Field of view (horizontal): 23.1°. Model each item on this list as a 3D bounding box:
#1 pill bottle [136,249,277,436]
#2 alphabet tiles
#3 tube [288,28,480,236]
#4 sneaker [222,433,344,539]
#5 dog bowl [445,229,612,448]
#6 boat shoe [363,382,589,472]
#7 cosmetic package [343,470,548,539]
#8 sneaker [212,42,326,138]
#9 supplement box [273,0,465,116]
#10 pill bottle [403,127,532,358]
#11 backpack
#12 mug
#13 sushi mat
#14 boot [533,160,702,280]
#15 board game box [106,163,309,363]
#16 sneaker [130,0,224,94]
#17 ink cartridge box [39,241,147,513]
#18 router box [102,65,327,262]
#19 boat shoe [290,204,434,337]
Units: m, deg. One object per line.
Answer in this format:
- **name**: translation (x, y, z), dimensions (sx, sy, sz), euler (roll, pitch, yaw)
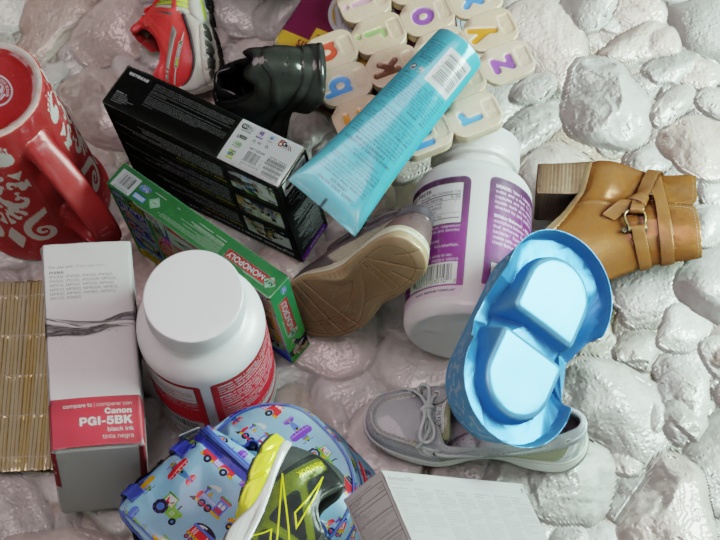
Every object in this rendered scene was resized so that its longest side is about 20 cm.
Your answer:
- **pill bottle**: translation (-0.134, 0.064, 1.532), dimensions (0.111, 0.200, 0.113), euler (-1, 64, 2)
- **alphabet tiles**: translation (0.054, -0.196, 1.636), dimensions (0.195, 0.015, 0.201), euler (-21, 63, -3)
- **tube**: translation (0.028, -0.129, 1.571), dimensions (0.077, 0.050, 0.200), euler (38, 75, 10)
- **sneaker**: translation (-0.067, 0.226, 1.368), dimensions (0.084, 0.075, 0.201), euler (16, 68, 3)
- **dog bowl**: translation (0.139, 0.060, 1.495), dimensions (0.111, 0.050, 0.201), euler (36, 62, -18)
- **boat shoe**: translation (0.101, 0.133, 1.546), dimensions (0.201, 0.065, 0.075), euler (8, 64, 11)
- **cosmetic package**: translation (0.077, 0.216, 1.438), dimensions (0.051, 0.199, 0.083), euler (-39, 59, 28)
- **sneaker**: translation (-0.103, -0.160, 1.649), dimensions (0.090, 0.200, 0.076), euler (5, 63, -23)
- **supplement box**: translation (0.023, -0.248, 1.733), dimensions (0.130, 0.103, 0.201), euler (23, 67, 19)
- **pill bottle**: translation (0.100, -0.029, 1.605), dimensions (0.111, 0.112, 0.201), euler (2, 63, 8)
- **backpack**: translation (-0.083, 0.201, 1.498), dimensions (0.200, 0.135, 0.183), euler (-39, 65, -16)
- **mug**: translation (-0.303, -0.112, 1.650), dimensions (0.176, 0.200, 0.134), euler (10, 64, 13)
- **sushi mat**: translation (-0.323, 0.097, 1.650), dimensions (0.095, 0.012, 0.201), euler (-5, 62, 6)
- **boot**: translation (0.234, -0.011, 1.609), dimensions (0.154, 0.077, 0.201), euler (4, 56, 5)
- **board game box**: translation (-0.138, -0.006, 1.610), dimensions (0.200, 0.135, 0.029), euler (34, 71, 22)
- **sneaker**: translation (-0.196, -0.265, 1.789), dimensions (0.084, 0.077, 0.201), euler (-16, 60, 7)
- **ink cartridge box**: translation (-0.235, 0.094, 1.560), dimensions (0.082, 0.147, 0.201), euler (-4, 62, -7)
- **router box**: translation (-0.135, -0.099, 1.650), dimensions (0.199, 0.149, 0.051), euler (26, 69, 19)
- **boat shoe**: translation (0.000, 0.000, 1.582), dimensions (0.072, 0.200, 0.065), euler (43, 49, -11)
